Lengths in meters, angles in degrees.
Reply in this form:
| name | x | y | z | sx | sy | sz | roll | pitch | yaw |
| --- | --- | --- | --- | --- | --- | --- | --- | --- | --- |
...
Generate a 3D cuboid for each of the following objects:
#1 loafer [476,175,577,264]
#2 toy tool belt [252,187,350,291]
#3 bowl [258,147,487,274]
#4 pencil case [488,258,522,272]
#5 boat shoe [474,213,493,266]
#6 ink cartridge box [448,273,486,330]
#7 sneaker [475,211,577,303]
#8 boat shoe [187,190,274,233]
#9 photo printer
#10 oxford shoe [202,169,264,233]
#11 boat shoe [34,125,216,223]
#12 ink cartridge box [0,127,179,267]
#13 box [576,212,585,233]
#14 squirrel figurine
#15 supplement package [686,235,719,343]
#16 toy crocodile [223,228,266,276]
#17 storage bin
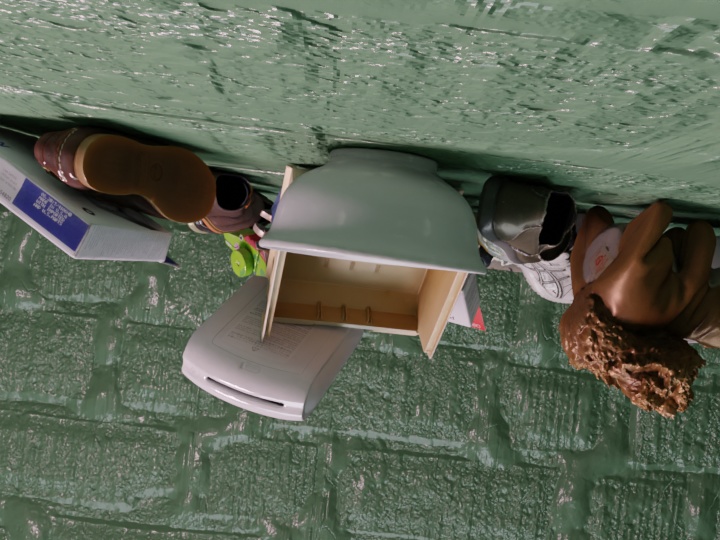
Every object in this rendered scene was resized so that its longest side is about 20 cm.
| name | x | y | z | sx | sy | sz | roll | pitch | yaw |
| --- | --- | --- | --- | --- | --- | --- | --- | --- | --- |
| loafer | 0.174 | -0.041 | 0.843 | 0.069 | 0.077 | 0.199 | 11 | -178 | 28 |
| toy tool belt | -0.076 | -0.057 | 1.085 | 0.121 | 0.126 | 0.200 | 20 | -161 | -24 |
| bowl | 0.016 | -0.052 | 0.753 | 0.197 | 0.092 | 0.201 | 7 | -179 | 0 |
| pencil case | 0.182 | -0.039 | 1.350 | 0.197 | 0.079 | 0.089 | 6 | 160 | 25 |
| boat shoe | 0.071 | -0.030 | 1.056 | 0.197 | 0.062 | 0.076 | 7 | 137 | 24 |
| ink cartridge box | 0.065 | 0.032 | 1.187 | 0.197 | 0.045 | 0.177 | 15 | 153 | 23 |
| sneaker | 0.222 | -0.019 | 0.993 | 0.198 | 0.077 | 0.087 | 26 | 161 | -28 |
| boat shoe | -0.180 | -0.091 | 1.252 | 0.064 | 0.075 | 0.200 | 1 | -172 | 21 |
| photo printer | -0.102 | 0.091 | 1.018 | 0.164 | 0.070 | 0.200 | 18 | -152 | 11 |
| oxford shoe | -0.163 | -0.086 | 1.108 | 0.072 | 0.073 | 0.199 | 1 | 178 | 21 |
| boat shoe | -0.214 | -0.093 | 0.821 | 0.069 | 0.072 | 0.199 | 11 | 175 | 27 |
| ink cartridge box | -0.284 | -0.075 | 0.856 | 0.198 | 0.041 | 0.200 | 34 | -174 | 13 |
| box | 0.264 | -0.051 | 1.144 | 0.108 | 0.035 | 0.200 | 7 | 180 | 12 |
| squirrel figurine | 0.308 | 0.048 | 0.888 | 0.185 | 0.202 | 0.141 | 28 | 168 | -14 |
| supplement package | 0.392 | 0.020 | 1.004 | 0.196 | 0.119 | 0.117 | -3 | 179 | 9 |
| toy crocodile | -0.119 | -0.006 | 1.167 | 0.067 | 0.063 | 0.200 | -12 | -139 | -34 |
| storage bin | 0.000 | 0.000 | 0.948 | 0.196 | 0.200 | 0.095 | 6 | -136 | -11 |
